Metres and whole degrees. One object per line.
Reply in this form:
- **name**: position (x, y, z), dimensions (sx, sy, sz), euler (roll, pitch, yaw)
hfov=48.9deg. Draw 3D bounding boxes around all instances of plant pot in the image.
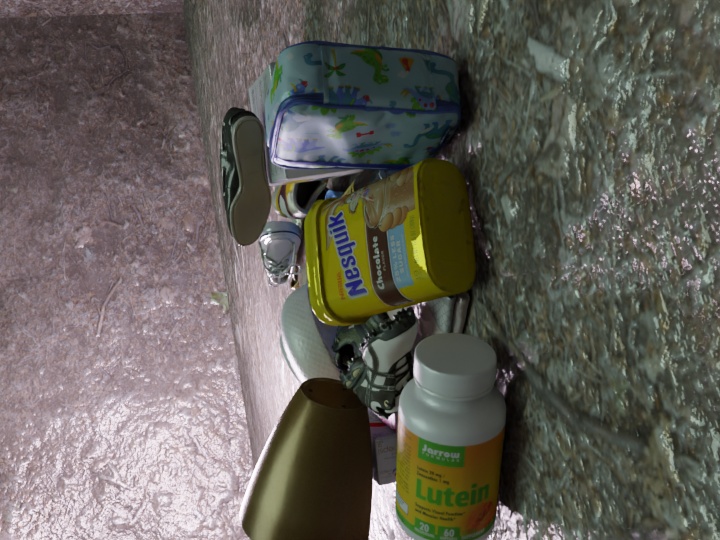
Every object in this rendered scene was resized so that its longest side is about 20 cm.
- **plant pot**: position (-0.055, 0.257, 1.075), dimensions (0.186, 0.183, 0.203), euler (-133, 54, -64)

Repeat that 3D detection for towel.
- **towel**: position (0.071, 0.033, 0.975), dimensions (0.193, 0.032, 0.202), euler (98, 159, -43)

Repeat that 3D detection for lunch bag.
- **lunch bag**: position (0.000, -0.164, 0.838), dimensions (0.161, 0.197, 0.084), euler (133, 135, -67)

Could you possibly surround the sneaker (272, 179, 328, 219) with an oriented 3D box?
- **sneaker**: position (-0.075, -0.178, 1.275), dimensions (0.090, 0.074, 0.203), euler (11, 84, 58)

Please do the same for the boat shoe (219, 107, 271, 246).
- **boat shoe**: position (-0.166, -0.134, 1.130), dimensions (0.057, 0.066, 0.203), euler (44, 139, 47)

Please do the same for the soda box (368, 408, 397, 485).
- **soda box**: position (0.023, 0.254, 1.176), dimensions (0.200, 0.063, 0.069), euler (-176, 79, -74)

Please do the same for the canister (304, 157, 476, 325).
- **canister**: position (0.029, -0.027, 0.877), dimensions (0.199, 0.086, 0.151), euler (-18, 73, 49)

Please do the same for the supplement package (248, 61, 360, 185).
- **supplement package**: position (-0.063, -0.207, 1.124), dimensions (0.200, 0.149, 0.153), euler (-169, 70, -74)

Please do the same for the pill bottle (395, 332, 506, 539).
- **pill bottle**: position (0.092, 0.173, 0.815), dimensions (0.111, 0.109, 0.203), euler (-128, 34, -60)

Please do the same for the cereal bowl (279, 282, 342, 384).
- **cereal bowl**: position (-0.069, 0.125, 1.251), dimensions (0.202, 0.082, 0.201), euler (59, -170, -17)

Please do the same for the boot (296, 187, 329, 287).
- **boot**: position (-0.077, -0.045, 1.358), dimensions (0.146, 0.069, 0.204), euler (101, 169, -78)

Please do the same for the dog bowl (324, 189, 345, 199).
- **dog bowl**: position (-0.024, -0.034, 1.246), dimensions (0.112, 0.049, 0.202), euler (-115, 24, -47)

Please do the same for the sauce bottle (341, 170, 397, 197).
- **sauce bottle**: position (0.015, -0.101, 1.053), dimensions (0.200, 0.065, 0.067), euler (135, 127, -72)

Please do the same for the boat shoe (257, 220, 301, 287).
- **boat shoe**: position (-0.139, -0.016, 1.351), dimensions (0.202, 0.073, 0.088), euler (115, 152, -71)

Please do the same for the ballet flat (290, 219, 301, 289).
- **ballet flat**: position (-0.114, -0.054, 1.526), dimensions (0.069, 0.062, 0.204), euler (-141, 46, -67)

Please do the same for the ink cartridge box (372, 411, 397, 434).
- **ink cartridge box**: position (0.032, 0.163, 1.164), dimensions (0.200, 0.036, 0.096), euler (-155, 59, -74)

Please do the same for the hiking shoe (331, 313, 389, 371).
- **hiking shoe**: position (-0.016, 0.092, 1.150), dimensions (0.101, 0.075, 0.200), euler (-56, 18, -6)

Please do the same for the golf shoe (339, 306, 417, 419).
- **golf shoe**: position (0.042, 0.116, 0.962), dimensions (0.095, 0.077, 0.201), euler (52, 153, 15)
